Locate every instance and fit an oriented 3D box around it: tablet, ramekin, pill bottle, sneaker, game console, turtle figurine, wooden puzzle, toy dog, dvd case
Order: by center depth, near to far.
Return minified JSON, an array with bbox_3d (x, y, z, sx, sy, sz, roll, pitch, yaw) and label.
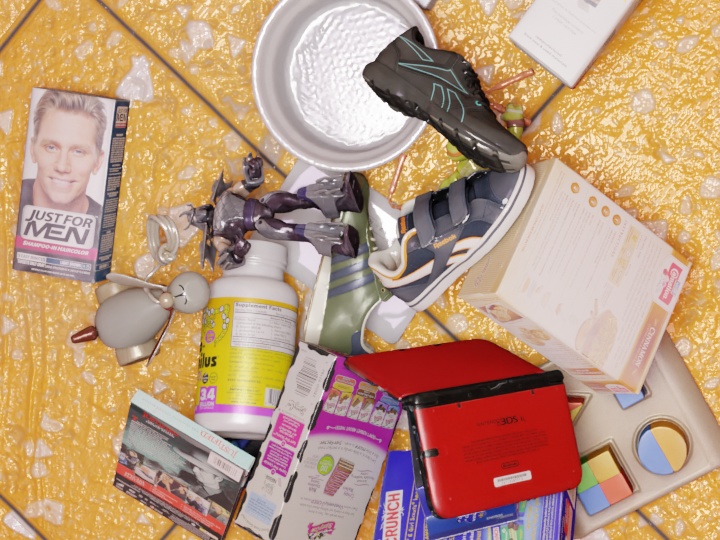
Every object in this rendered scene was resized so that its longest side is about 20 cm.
[{"bbox_3d":[0.090,-0.169,1.443,0.199,0.075,0.080,37,84,25],"label":"sneaker"},{"bbox_3d":[0.086,-0.044,1.475,0.079,0.079,0.200,33,120,-18],"label":"sneaker"},{"bbox_3d":[0.103,0.152,1.486,0.118,0.198,0.175,-21,78,53],"label":"game console"},{"bbox_3d":[0.137,-0.097,1.530,0.200,0.064,0.161,-44,126,1],"label":"turtle figurine"},{"bbox_3d":[-0.009,-0.206,1.560,0.197,0.098,0.204,1,95,8],"label":"ramekin"},{"bbox_3d":[-0.119,0.074,1.579,0.103,0.104,0.203,2,78,8],"label":"pill bottle"},{"bbox_3d":[0.267,0.166,1.581,0.198,0.046,0.187,-30,90,10],"label":"wooden puzzle"},{"bbox_3d":[-0.243,0.045,1.583,0.133,0.096,0.201,56,142,18],"label":"toy dog"},{"bbox_3d":[0.000,0.000,1.587,0.089,0.067,0.203,14,98,-2],"label":"sneaker"},{"bbox_3d":[-0.194,0.218,1.602,0.145,0.201,0.022,29,55,6],"label":"dvd case"},{"bbox_3d":[-0.011,-0.027,1.621,0.199,0.014,0.131,34,100,4],"label":"tablet"}]

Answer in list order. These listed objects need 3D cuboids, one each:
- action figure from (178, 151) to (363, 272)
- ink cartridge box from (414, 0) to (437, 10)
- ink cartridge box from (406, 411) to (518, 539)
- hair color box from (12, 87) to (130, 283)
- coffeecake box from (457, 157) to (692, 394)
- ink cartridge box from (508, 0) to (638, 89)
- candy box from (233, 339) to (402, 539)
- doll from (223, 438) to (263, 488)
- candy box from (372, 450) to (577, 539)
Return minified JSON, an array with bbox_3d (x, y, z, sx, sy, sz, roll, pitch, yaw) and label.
[{"bbox_3d":[-0.097,-0.059,1.536,0.197,0.069,0.132,0,71,18],"label":"action figure"},{"bbox_3d":[0.045,-0.411,1.561,0.195,0.043,0.201,34,101,4],"label":"ink cartridge box"},{"bbox_3d":[0.102,0.178,1.544,0.098,0.202,0.039,-16,135,9],"label":"ink cartridge box"},{"bbox_3d":[-0.318,-0.094,1.637,0.098,0.061,0.203,8,96,7],"label":"hair color box"},{"bbox_3d":[0.218,0.009,1.493,0.199,0.073,0.155,34,72,-23],"label":"coffeecake box"},{"bbox_3d":[0.242,-0.287,1.491,0.083,0.145,0.201,38,99,5],"label":"ink cartridge box"},{"bbox_3d":[-0.037,0.187,1.546,0.061,0.136,0.203,19,88,41],"label":"candy box"},{"bbox_3d":[-0.112,0.174,1.638,0.199,0.048,0.137,-34,81,8],"label":"doll"},{"bbox_3d":[0.117,0.272,1.536,0.197,0.077,0.171,-2,53,19],"label":"candy box"}]
